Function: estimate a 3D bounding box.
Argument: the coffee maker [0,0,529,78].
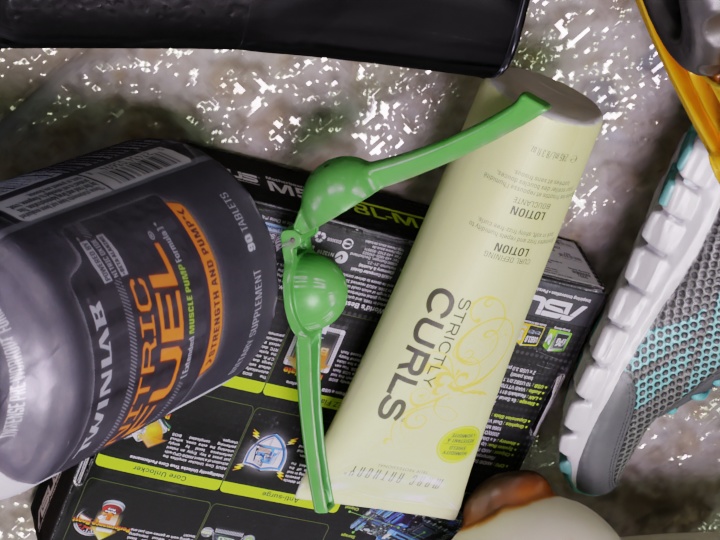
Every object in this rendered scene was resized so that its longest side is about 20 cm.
[{"bbox_3d":[-0.044,-0.131,0.829,0.199,0.135,0.192,3,144,-16],"label":"coffee maker"}]

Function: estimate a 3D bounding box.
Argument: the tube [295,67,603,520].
[{"bbox_3d":[0.041,0.016,0.927,0.058,0.052,0.201,28,113,14],"label":"tube"}]

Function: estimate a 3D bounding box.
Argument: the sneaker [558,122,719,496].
[{"bbox_3d":[0.151,0.024,0.979,0.091,0.078,0.201,25,117,4],"label":"sneaker"}]

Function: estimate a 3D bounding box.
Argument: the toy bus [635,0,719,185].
[{"bbox_3d":[0.155,-0.132,0.865,0.135,0.201,0.192,-20,158,-6],"label":"toy bus"}]

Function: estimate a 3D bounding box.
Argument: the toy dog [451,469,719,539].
[{"bbox_3d":[0.115,0.169,0.999,0.199,0.140,0.194,22,138,-34],"label":"toy dog"}]

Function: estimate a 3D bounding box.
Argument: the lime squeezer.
[{"bbox_3d":[0.000,0.000,0.904,0.070,0.038,0.201,25,113,-5],"label":"lime squeezer"}]

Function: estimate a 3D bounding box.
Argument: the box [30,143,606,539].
[{"bbox_3d":[-0.019,0.057,0.988,0.199,0.048,0.194,13,118,-23],"label":"box"}]

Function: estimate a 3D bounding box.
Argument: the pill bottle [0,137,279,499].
[{"bbox_3d":[-0.120,0.020,0.821,0.106,0.200,0.107,7,106,25],"label":"pill bottle"}]
